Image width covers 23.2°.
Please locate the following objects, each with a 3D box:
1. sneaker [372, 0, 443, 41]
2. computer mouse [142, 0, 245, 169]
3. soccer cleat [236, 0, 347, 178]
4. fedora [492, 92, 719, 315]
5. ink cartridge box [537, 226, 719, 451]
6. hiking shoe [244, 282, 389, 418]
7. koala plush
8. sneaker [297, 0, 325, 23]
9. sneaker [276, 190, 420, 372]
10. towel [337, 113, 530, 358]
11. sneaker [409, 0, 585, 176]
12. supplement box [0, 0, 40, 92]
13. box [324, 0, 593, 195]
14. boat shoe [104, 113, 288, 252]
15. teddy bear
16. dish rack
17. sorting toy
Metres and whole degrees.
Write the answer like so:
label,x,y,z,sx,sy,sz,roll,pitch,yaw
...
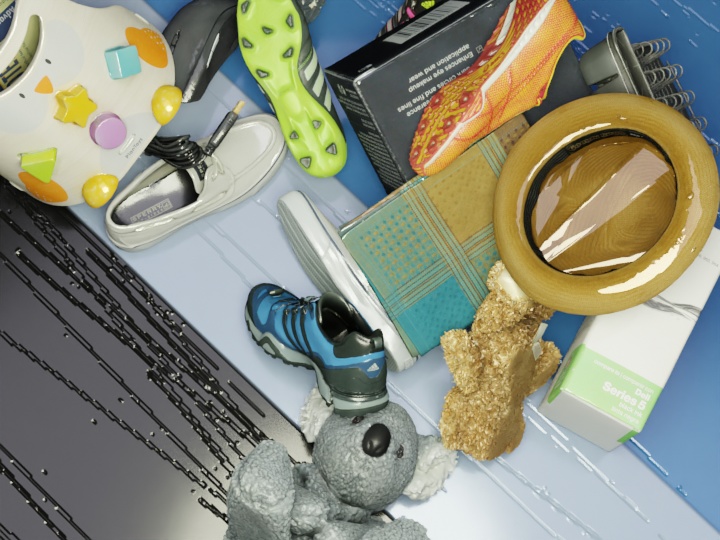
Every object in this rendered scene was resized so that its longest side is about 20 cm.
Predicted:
label,x,y,z,sx,sy,sz,roll,pitch,yaw
sneaker,0.061,-0.237,1.691,0.074,0.087,0.200,34,78,6
computer mouse,-0.154,-0.187,1.656,0.140,0.046,0.200,21,69,38
soccer cleat,-0.064,-0.183,1.662,0.067,0.081,0.201,-20,95,9
fedora,0.214,-0.052,1.511,0.200,0.082,0.201,-4,78,19
ink cartridge box,0.250,0.052,1.600,0.084,0.146,0.200,28,78,4
hiking shoe,-0.034,0.049,1.585,0.074,0.087,0.200,-13,34,-35
koala plush,-0.015,0.193,1.569,0.177,0.184,0.200,28,56,3
sneaker,-0.096,-0.320,1.714,0.086,0.077,0.201,-29,73,36
sneaker,0.000,0.000,1.649,0.071,0.073,0.200,-37,90,-19
towel,0.093,-0.031,1.568,0.200,0.022,0.147,-35,111,-9
sneaker,0.122,-0.153,1.525,0.200,0.073,0.077,-47,120,0
supplement box,-0.398,-0.220,1.632,0.200,0.134,0.200,40,79,17
box,0.103,-0.143,1.619,0.196,0.117,0.200,-31,107,-9
boat shoe,-0.155,-0.090,1.660,0.200,0.066,0.072,-28,79,-8
teddy bear,0.125,0.071,1.579,0.067,0.201,0.145,30,43,33
dish rack,0.278,-0.150,1.630,0.054,0.200,0.154,-24,87,31
sorting toy,-0.276,-0.162,1.585,0.200,0.180,0.107,-53,47,3
